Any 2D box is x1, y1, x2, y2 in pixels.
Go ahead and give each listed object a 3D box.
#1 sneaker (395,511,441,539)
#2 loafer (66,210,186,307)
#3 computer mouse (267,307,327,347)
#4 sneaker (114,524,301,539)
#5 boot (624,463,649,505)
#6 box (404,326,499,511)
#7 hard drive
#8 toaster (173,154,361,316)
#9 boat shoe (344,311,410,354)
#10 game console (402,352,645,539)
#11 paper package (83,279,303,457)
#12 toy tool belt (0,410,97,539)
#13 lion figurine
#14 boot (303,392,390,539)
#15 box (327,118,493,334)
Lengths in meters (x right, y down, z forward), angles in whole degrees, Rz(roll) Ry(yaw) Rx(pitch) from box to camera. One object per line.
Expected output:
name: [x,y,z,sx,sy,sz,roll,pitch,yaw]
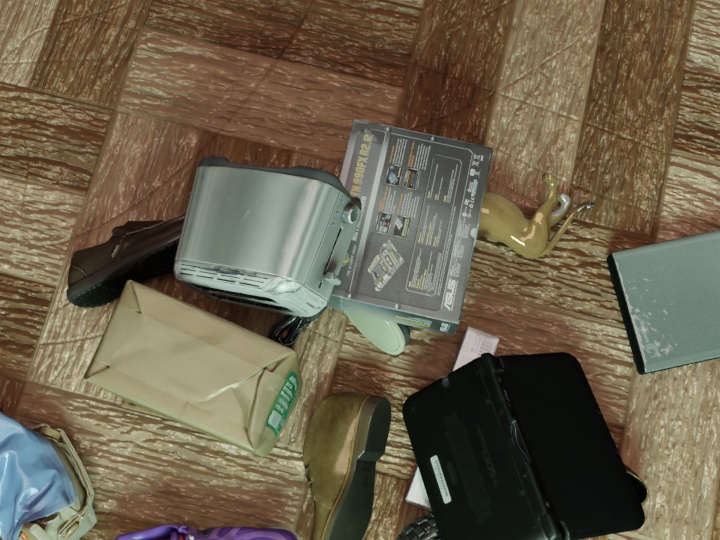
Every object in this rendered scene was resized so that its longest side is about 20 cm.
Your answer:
sneaker: [0.128,0.270,1.010,0.198,0.080,0.074,-24,50,-4]
loafer: [-0.243,-0.030,1.065,0.198,0.073,0.072,-24,70,8]
computer mouse: [-0.116,-0.017,1.081,0.110,0.044,0.200,-47,75,18]
sneaker: [-0.158,0.292,0.975,0.198,0.084,0.081,-6,58,5]
boot: [0.217,0.191,1.033,0.199,0.076,0.074,29,78,7]
box: [0.101,0.161,1.055,0.041,0.039,0.202,19,76,5]
hard drive: [0.393,0.029,1.099,0.198,0.033,0.141,-12,76,-4]
toaster: [-0.102,-0.034,0.964,0.198,0.114,0.131,10,76,24]
boat shoe: [0.000,0.000,1.082,0.067,0.072,0.201,-30,82,-35]
game console: [0.161,0.196,0.992,0.175,0.116,0.201,-32,56,22]
paper package: [-0.159,0.108,0.982,0.189,0.200,0.104,22,76,4]
toy tool belt: [-0.362,0.203,0.992,0.125,0.123,0.200,-40,79,-11]
lion figurine: [0.159,-0.060,1.099,0.198,0.073,0.124,20,79,1]
boot: [-0.028,0.228,1.025,0.075,0.074,0.202,8,74,26]
box: [0.046,-0.048,1.028,0.157,0.048,0.202,11,74,4]
